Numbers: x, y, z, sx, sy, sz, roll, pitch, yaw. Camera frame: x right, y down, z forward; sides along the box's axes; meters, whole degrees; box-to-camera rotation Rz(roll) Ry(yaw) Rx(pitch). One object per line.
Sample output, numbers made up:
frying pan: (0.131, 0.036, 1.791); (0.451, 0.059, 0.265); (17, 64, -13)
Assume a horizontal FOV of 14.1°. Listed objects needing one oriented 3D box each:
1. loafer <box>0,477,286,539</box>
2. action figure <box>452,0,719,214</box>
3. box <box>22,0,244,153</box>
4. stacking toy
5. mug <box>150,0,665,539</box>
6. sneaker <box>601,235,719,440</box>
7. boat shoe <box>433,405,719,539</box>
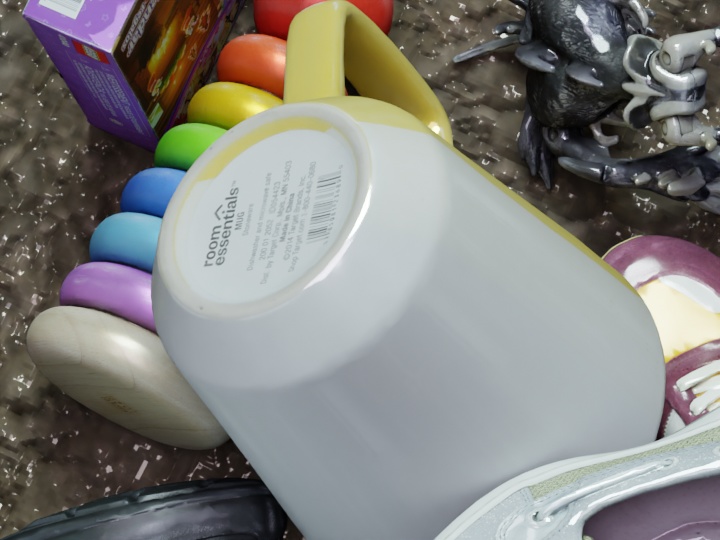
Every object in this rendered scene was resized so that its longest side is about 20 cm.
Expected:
loafer: (-0.118, 0.129, 1.064); (0.200, 0.068, 0.071); (-20, 85, 4)
action figure: (0.125, -0.074, 1.074); (0.200, 0.102, 0.119); (27, 117, 46)
box: (-0.055, -0.154, 1.086); (0.039, 0.137, 0.201); (23, 80, 9)
stacking toy: (-0.047, -0.037, 1.096); (0.085, 0.085, 0.200); (23, 73, 8)
mug: (-0.003, 0.009, 1.009); (0.149, 0.153, 0.187); (-45, 45, 1)
sneaker: (0.149, 0.067, 1.047); (0.075, 0.090, 0.200); (-32, 78, -4)
boat shoe: (0.097, 0.095, 0.949); (0.201, 0.065, 0.075); (-23, 101, -11)
